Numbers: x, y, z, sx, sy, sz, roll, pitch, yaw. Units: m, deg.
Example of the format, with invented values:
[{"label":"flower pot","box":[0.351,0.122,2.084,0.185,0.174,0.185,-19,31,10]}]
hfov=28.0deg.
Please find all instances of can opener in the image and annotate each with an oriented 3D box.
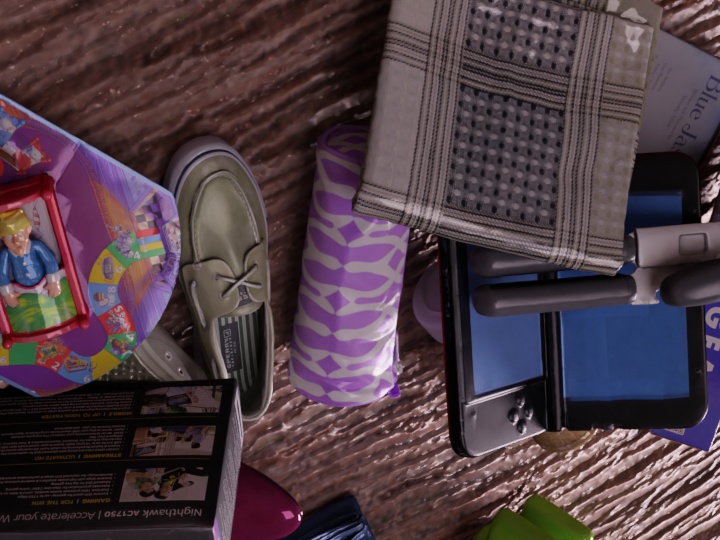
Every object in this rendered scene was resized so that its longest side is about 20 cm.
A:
[{"label":"can opener","box":[0.175,0.001,0.975,0.198,0.067,0.054,-5,95,-18]}]

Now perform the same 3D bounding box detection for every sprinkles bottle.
[{"label":"sprinkles bottle","box":[0.118,0.067,1.119,0.068,0.068,0.200,-45,129,-1]}]

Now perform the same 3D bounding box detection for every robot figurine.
[{"label":"robot figurine","box":[0.134,0.295,1.225,0.175,0.115,0.202,-14,124,-48]}]

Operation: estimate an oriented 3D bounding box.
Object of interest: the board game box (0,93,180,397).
[{"label":"board game box","box":[-0.206,-0.007,0.862,0.199,0.039,0.159,30,100,-19]}]

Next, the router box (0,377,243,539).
[{"label":"router box","box":[-0.176,0.129,0.879,0.198,0.150,0.052,-2,120,3]}]

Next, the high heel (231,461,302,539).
[{"label":"high heel","box":[-0.139,0.169,0.934,0.096,0.198,0.068,-53,135,-53]}]

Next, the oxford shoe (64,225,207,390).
[{"label":"oxford shoe","box":[-0.165,0.039,0.946,0.075,0.058,0.201,-27,117,19]}]

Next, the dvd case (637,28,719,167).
[{"label":"dvd case","box":[0.196,-0.117,1.096,0.199,0.018,0.144,16,106,-36]}]

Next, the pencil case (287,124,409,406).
[{"label":"pencil case","box":[0.000,0.000,1.000,0.085,0.084,0.202,9,117,3]}]

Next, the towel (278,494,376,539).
[{"label":"towel","box":[-0.066,0.270,1.135,0.199,0.049,0.112,-32,128,-13]}]

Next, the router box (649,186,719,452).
[{"label":"router box","box":[0.285,0.012,1.131,0.048,0.180,0.202,17,113,11]}]

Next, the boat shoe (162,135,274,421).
[{"label":"boat shoe","box":[-0.085,0.008,0.969,0.071,0.062,0.202,-20,123,-20]}]

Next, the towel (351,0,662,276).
[{"label":"towel","box":[0.101,-0.112,0.940,0.191,0.035,0.202,14,78,-12]}]

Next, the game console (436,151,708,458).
[{"label":"game console","box":[0.150,0.023,1.013,0.172,0.118,0.202,-10,98,-48]}]
